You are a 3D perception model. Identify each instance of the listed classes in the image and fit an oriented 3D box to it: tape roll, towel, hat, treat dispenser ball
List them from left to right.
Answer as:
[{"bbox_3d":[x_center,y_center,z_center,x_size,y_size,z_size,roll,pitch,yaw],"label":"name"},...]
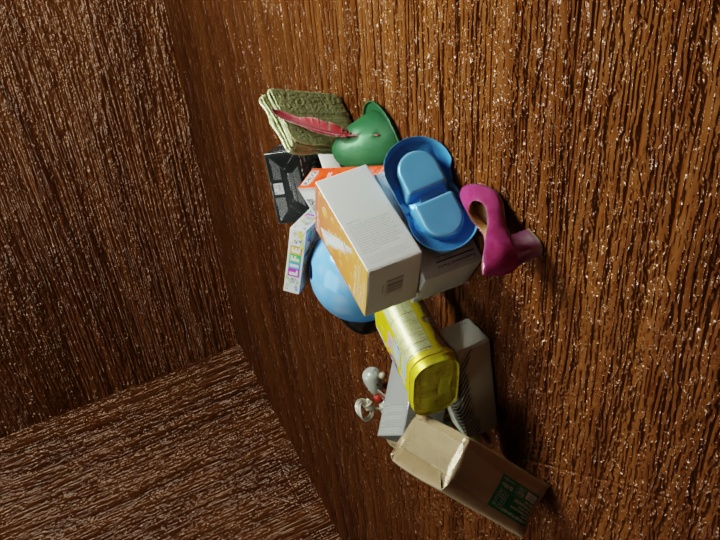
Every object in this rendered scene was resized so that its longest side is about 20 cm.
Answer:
[{"bbox_3d":[-0.093,-0.285,1.822,0.036,0.199,0.149,-43,64,43],"label":"towel"},{"bbox_3d":[-0.038,-0.213,1.732,0.200,0.175,0.167,-131,27,-51],"label":"hat"},{"bbox_3d":[-0.039,-0.175,1.928,0.203,0.037,0.204,-22,-90,-87],"label":"tape roll"},{"bbox_3d":[0.000,0.000,1.825,0.201,0.200,0.202,160,90,-74],"label":"treat dispenser ball"}]

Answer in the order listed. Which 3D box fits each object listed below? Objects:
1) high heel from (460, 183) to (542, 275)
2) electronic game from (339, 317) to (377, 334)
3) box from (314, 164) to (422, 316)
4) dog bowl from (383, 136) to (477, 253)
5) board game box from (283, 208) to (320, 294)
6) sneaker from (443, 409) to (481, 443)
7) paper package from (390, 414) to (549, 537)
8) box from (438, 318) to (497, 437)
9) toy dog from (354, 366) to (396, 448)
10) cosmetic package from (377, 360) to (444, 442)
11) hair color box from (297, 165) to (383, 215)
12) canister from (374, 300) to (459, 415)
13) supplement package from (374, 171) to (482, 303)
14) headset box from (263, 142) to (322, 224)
[{"bbox_3d":[0.174,-0.060,1.373,0.200,0.095,0.068,54,158,43],"label":"high heel"},{"bbox_3d":[-0.010,0.038,1.989,0.041,0.200,0.201,-22,88,31],"label":"electronic game"},{"bbox_3d":[0.009,-0.050,1.525,0.125,0.097,0.201,93,153,-53],"label":"box"},{"bbox_3d":[0.110,-0.115,1.498,0.050,0.111,0.201,90,156,-72],"label":"dog bowl"},{"bbox_3d":[-0.098,-0.054,1.880,0.200,0.034,0.135,-53,-26,-63],"label":"board game box"},{"bbox_3d":[0.171,0.264,1.808,0.091,0.078,0.201,93,152,-50],"label":"sneaker"},{"bbox_3d":[0.186,0.348,1.612,0.199,0.104,0.190,34,172,-24],"label":"paper package"},{"bbox_3d":[0.191,0.193,1.670,0.082,0.068,0.201,-133,27,-55],"label":"box"},{"bbox_3d":[0.085,0.304,2.094,0.200,0.096,0.132,47,-140,-34],"label":"toy dog"},{"bbox_3d":[0.106,0.223,1.762,0.107,0.090,0.201,-18,53,63],"label":"cosmetic package"},{"bbox_3d":[-0.009,-0.136,1.738,0.199,0.061,0.102,3,137,39],"label":"hair color box"},{"bbox_3d":[0.094,0.129,1.644,0.149,0.086,0.201,87,163,-48],"label":"canister"},{"bbox_3d":[0.102,-0.067,1.573,0.114,0.109,0.201,113,134,-67],"label":"supplement package"},{"bbox_3d":[-0.121,-0.200,1.976,0.200,0.077,0.150,-49,-48,-64],"label":"headset box"}]
